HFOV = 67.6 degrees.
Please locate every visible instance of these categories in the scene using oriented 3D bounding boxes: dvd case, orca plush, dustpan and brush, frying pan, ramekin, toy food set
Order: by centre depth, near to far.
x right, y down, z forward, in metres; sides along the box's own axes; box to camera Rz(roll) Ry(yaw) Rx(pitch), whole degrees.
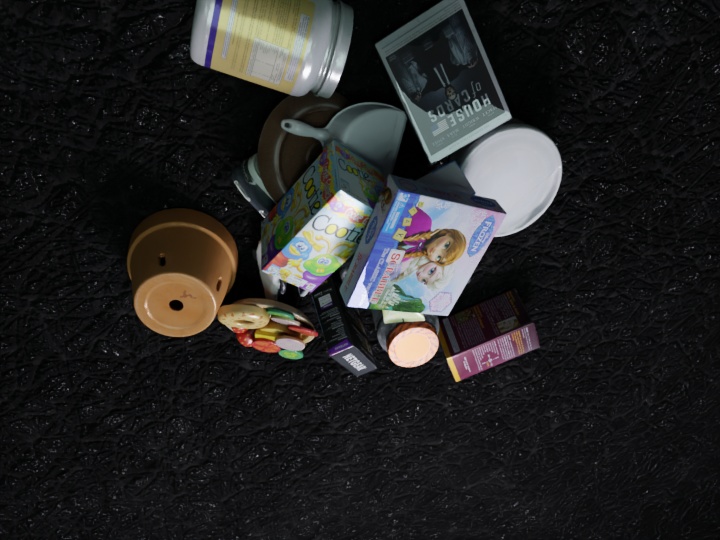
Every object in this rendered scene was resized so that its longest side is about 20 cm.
[{"bbox_3d":[0.128,-0.291,0.831,0.147,0.025,0.204,-27,104,10],"label":"dvd case"},{"bbox_3d":[-0.029,-0.202,0.833,0.195,0.057,0.144,3,110,-41],"label":"dustpan and brush"},{"bbox_3d":[0.242,-0.170,0.942,0.195,0.096,0.208,-5,127,-7],"label":"ramekin"},{"bbox_3d":[0.067,-0.141,0.949,0.189,0.114,0.031,-41,95,-27],"label":"frying pan"},{"bbox_3d":[-0.145,0.006,1.013,0.070,0.104,0.205,-29,131,-28],"label":"orca plush"},{"bbox_3d":[-0.178,0.113,1.050,0.191,0.050,0.202,10,150,-4],"label":"toy food set"}]

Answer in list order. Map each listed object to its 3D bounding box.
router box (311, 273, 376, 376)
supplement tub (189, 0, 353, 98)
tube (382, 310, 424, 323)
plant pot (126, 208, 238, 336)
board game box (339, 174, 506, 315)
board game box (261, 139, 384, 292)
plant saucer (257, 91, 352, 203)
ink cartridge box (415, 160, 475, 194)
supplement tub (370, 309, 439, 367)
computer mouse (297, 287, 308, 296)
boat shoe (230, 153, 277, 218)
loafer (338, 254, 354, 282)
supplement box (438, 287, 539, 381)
[{"bbox_3d":[-0.031,0.102,1.008,0.050,0.153,0.201,-21,156,6],"label":"router box"},{"bbox_3d":[-0.119,-0.325,0.723,0.194,0.147,0.148,13,124,-19],"label":"supplement tub"},{"bbox_3d":[0.048,-0.002,0.885,0.051,0.058,0.206,-26,114,-21],"label":"tube"},{"bbox_3d":[-0.315,0.016,0.941,0.192,0.142,0.205,-5,128,-6],"label":"plant pot"},{"bbox_3d":[0.091,-0.026,0.799,0.193,0.042,0.204,6,125,-28],"label":"board game box"},{"bbox_3d":[-0.059,-0.076,0.825,0.103,0.106,0.199,23,131,-34],"label":"board game box"},{"bbox_3d":[-0.068,-0.183,0.864,0.195,0.034,0.207,-14,119,-27],"label":"plant saucer"},{"bbox_3d":[0.091,-0.086,0.911,0.114,0.069,0.200,-31,172,-33],"label":"ink cartridge box"},{"bbox_3d":[0.079,0.075,1.024,0.118,0.203,0.126,-6,129,-7],"label":"supplement tub"},{"bbox_3d":[-0.070,-0.028,0.994,0.044,0.110,0.201,38,122,-5],"label":"computer mouse"},{"bbox_3d":[-0.142,-0.112,0.927,0.059,0.077,0.202,-16,127,27],"label":"boat shoe"},{"bbox_3d":[0.000,0.000,0.981,0.068,0.070,0.201,-17,169,1],"label":"loafer"},{"bbox_3d":[0.271,0.139,1.167,0.195,0.112,0.087,-24,129,7],"label":"supplement box"}]
